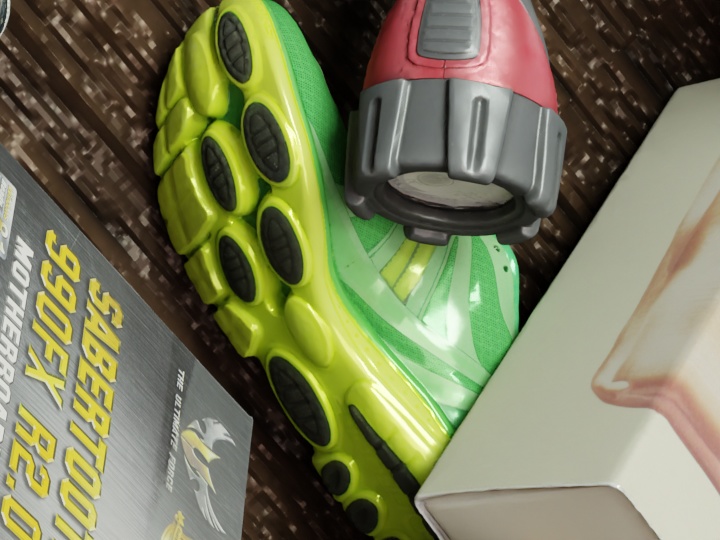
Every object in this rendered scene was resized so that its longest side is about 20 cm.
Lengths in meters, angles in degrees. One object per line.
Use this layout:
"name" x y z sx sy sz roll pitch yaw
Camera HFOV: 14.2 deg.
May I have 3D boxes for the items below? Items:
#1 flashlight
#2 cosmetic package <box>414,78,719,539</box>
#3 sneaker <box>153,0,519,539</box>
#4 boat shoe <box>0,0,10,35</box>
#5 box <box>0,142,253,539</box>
"flashlight" 0.038 -0.110 0.899 0.068 0.068 0.201 22 65 -32
"cosmetic package" 0.116 0.034 0.927 0.104 0.087 0.200 52 52 -25
"sneaker" 0.000 0.000 0.933 0.084 0.074 0.201 -40 109 -41
"boat shoe" -0.165 -0.137 0.835 0.076 0.060 0.200 -44 112 -12
"box" -0.097 0.078 0.807 0.048 0.201 0.159 -20 131 24
